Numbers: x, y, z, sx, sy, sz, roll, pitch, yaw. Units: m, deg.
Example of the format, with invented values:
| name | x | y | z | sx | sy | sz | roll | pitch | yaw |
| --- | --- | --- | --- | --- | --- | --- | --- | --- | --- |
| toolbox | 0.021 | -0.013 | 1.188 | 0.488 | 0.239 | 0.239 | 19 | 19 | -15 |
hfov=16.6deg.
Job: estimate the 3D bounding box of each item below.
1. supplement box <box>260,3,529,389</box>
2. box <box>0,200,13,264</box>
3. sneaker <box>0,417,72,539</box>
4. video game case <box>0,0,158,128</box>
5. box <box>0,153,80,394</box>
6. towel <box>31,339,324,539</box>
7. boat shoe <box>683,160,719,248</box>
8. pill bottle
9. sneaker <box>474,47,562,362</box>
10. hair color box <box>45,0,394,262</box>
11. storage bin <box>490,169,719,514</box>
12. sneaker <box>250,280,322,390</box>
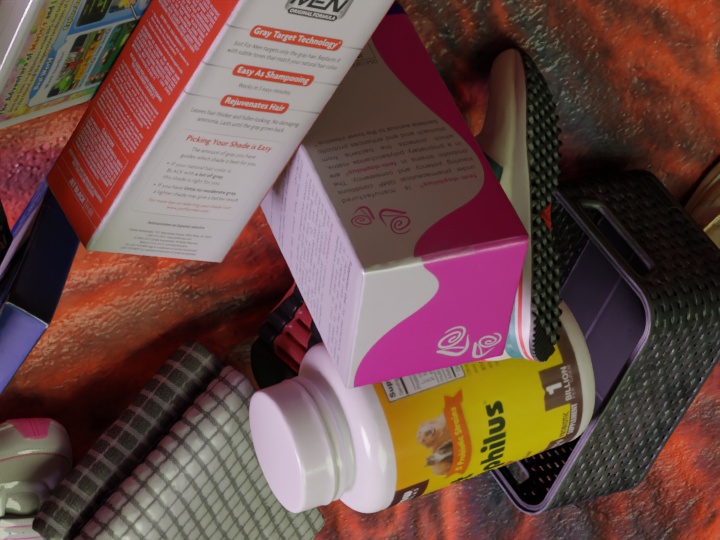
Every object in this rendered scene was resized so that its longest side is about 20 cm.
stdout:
| name | x | y | z | sx | sy | sz | roll | pitch | yaw |
| --- | --- | --- | --- | --- | --- | --- | --- | --- | --- |
| supplement box | 0.008 | -0.045 | 1.403 | 0.101 | 0.200 | 0.104 | -11 | 138 | -18 |
| box | -0.273 | -0.031 | 1.278 | 0.107 | 0.149 | 0.200 | 10 | 144 | 14 |
| sneaker | -0.228 | 0.178 | 1.606 | 0.081 | 0.088 | 0.200 | -3 | 135 | -26 |
| video game case | -0.114 | -0.167 | 1.279 | 0.182 | 0.024 | 0.200 | -25 | 152 | -52 |
| box | -0.202 | 0.030 | 1.381 | 0.032 | 0.200 | 0.121 | 31 | 120 | -11 |
| towel | -0.117 | 0.158 | 1.614 | 0.166 | 0.085 | 0.200 | -50 | 148 | -16 |
| boat shoe | 0.250 | -0.017 | 1.669 | 0.200 | 0.069 | 0.074 | -44 | 138 | 21 |
| pill bottle | 0.037 | 0.081 | 1.516 | 0.199 | 0.109 | 0.109 | -18 | 141 | -21 |
| sneaker | 0.069 | -0.039 | 1.476 | 0.093 | 0.201 | 0.070 | -6 | 160 | 19 |
| hair color box | -0.076 | -0.099 | 1.330 | 0.101 | 0.061 | 0.200 | 6 | 130 | -44 |
| storage bin | 0.148 | 0.047 | 1.618 | 0.094 | 0.135 | 0.200 | -9 | 139 | -39 |
| sneaker | 0.000 | 0.000 | 1.569 | 0.087 | 0.074 | 0.200 | -16 | 143 | -51 |
